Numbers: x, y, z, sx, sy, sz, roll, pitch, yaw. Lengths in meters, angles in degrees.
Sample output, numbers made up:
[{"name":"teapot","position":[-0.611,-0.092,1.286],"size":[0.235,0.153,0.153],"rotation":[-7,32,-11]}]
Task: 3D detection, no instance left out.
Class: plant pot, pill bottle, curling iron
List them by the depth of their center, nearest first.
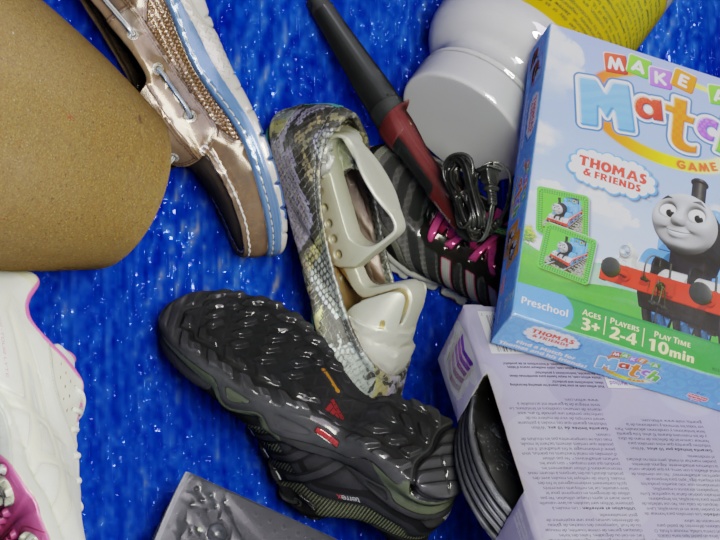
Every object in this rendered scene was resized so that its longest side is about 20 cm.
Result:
[{"name":"plant pot","position":[-0.204,-0.074,1.401],"size":[0.199,0.186,0.188],"rotation":[24,65,-36]},{"name":"curling iron","position":[0.027,-0.093,1.562],"size":[0.025,0.050,0.200],"rotation":[5,40,-49]},{"name":"pill bottle","position":[0.112,-0.152,1.622],"size":[0.112,0.112,0.200],"rotation":[44,59,-11]}]

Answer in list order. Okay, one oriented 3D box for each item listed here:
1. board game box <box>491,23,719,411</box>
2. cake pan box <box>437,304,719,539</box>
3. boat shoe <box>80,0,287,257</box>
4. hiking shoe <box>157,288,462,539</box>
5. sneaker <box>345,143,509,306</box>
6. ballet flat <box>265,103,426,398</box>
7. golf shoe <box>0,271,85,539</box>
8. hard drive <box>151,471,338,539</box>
[{"name":"board game box","position":[0.158,-0.030,1.493],"size":[0.150,0.037,0.201],"rotation":[16,55,-10]},{"name":"cake pan box","position":[0.150,0.104,1.450],"size":[0.198,0.052,0.185],"rotation":[2,46,-23]},{"name":"boat shoe","position":[-0.105,-0.092,1.515],"size":[0.072,0.072,0.201],"rotation":[-25,92,-14]},{"name":"hiking shoe","position":[-0.036,0.092,1.489],"size":[0.199,0.101,0.076],"rotation":[34,43,15]},{"name":"sneaker","position":[0.082,-0.012,1.578],"size":[0.200,0.087,0.074],"rotation":[41,61,-11]},{"name":"ballet flat","position":[0.000,0.000,1.526],"size":[0.072,0.072,0.202],"rotation":[-15,91,-31]},{"name":"golf shoe","position":[-0.173,0.089,1.420],"size":[0.091,0.075,0.201],"rotation":[-24,89,-35]},{"name":"hard drive","position":[-0.079,0.225,1.450],"size":[0.134,0.042,0.201],"rotation":[26,66,-21]}]
